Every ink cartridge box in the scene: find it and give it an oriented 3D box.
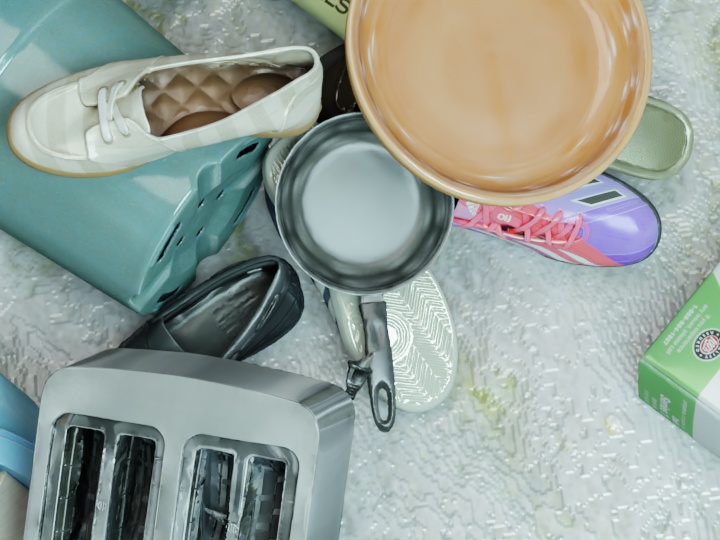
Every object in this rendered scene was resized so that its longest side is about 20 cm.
[{"bbox_3d":[0.294,0.073,1.322,0.200,0.084,0.146,38,76,19],"label":"ink cartridge box"}]

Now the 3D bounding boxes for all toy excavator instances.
[{"bbox_3d":[-0.264,0.082,1.371,0.193,0.100,0.201,5,63,30],"label":"toy excavator"}]

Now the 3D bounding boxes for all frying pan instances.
[{"bbox_3d":[0.019,-0.008,1.342,0.114,0.031,0.191,-27,95,-8],"label":"frying pan"}]

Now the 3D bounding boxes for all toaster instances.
[{"bbox_3d":[-0.100,0.138,1.285,0.179,0.119,0.202,9,93,9],"label":"toaster"}]

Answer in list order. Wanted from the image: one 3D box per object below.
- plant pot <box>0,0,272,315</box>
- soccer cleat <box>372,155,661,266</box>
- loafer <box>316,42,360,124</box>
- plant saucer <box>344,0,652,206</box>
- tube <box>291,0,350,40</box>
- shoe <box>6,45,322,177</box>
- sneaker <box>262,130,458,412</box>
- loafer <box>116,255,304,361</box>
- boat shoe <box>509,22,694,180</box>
[{"bbox_3d":[-0.175,-0.085,1.393,0.196,0.200,0.201,36,75,10],"label":"plant pot"},{"bbox_3d":[0.097,-0.043,1.386,0.199,0.073,0.069,20,111,12],"label":"soccer cleat"},{"bbox_3d":[0.058,-0.146,1.440,0.199,0.073,0.071,-34,39,1],"label":"loafer"},{"bbox_3d":[0.085,-0.137,1.337,0.199,0.037,0.202,2,80,-13],"label":"plant saucer"},{"bbox_3d":[-0.019,-0.201,1.455,0.200,0.052,0.058,37,116,39],"label":"tube"},{"bbox_3d":[-0.116,-0.104,1.289,0.199,0.053,0.070,-11,73,-17],"label":"shoe"},{"bbox_3d":[0.000,0.000,1.398,0.075,0.085,0.201,-27,91,-7],"label":"sneaker"},{"bbox_3d":[-0.124,0.056,1.381,0.200,0.070,0.068,-37,68,-9],"label":"loafer"},{"bbox_3d":[0.119,-0.112,1.401,0.199,0.068,0.075,25,92,-8],"label":"boat shoe"}]
